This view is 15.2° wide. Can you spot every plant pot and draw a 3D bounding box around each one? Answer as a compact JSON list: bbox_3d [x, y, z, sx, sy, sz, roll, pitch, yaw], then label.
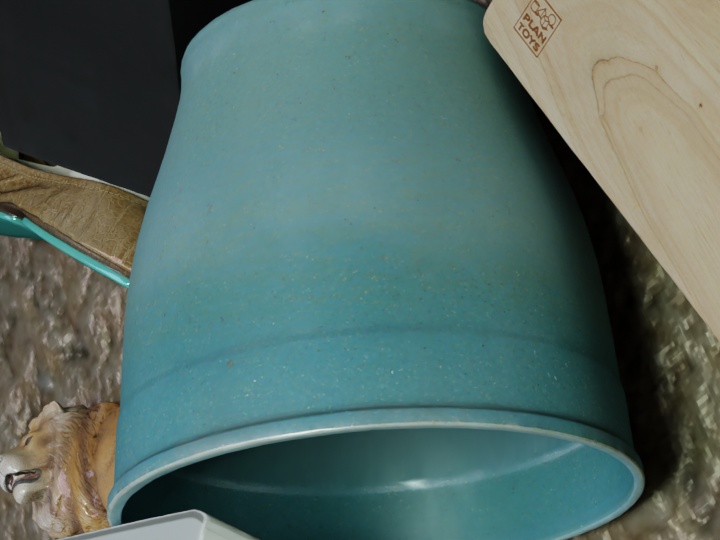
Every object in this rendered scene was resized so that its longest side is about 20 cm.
[{"bbox_3d":[0.000,0.000,1.032,0.200,0.200,0.189,-25,61,45],"label":"plant pot"}]

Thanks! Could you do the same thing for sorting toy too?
[{"bbox_3d":[0.162,-0.094,0.933,0.200,0.069,0.199,56,128,33],"label":"sorting toy"}]

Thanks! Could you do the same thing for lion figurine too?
[{"bbox_3d":[-0.081,0.064,1.215,0.200,0.072,0.123,-45,40,22],"label":"lion figurine"}]

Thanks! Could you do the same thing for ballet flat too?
[{"bbox_3d":[-0.135,-0.040,1.281,0.200,0.068,0.073,20,85,50],"label":"ballet flat"}]

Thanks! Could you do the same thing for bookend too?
[{"bbox_3d":[-0.137,-0.139,1.135,0.198,0.092,0.201,19,138,22],"label":"bookend"}]

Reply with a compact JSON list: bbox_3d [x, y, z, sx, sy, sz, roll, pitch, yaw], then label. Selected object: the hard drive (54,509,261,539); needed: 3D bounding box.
[{"bbox_3d":[-0.026,0.148,1.051,0.132,0.200,0.026,-17,53,47],"label":"hard drive"}]
